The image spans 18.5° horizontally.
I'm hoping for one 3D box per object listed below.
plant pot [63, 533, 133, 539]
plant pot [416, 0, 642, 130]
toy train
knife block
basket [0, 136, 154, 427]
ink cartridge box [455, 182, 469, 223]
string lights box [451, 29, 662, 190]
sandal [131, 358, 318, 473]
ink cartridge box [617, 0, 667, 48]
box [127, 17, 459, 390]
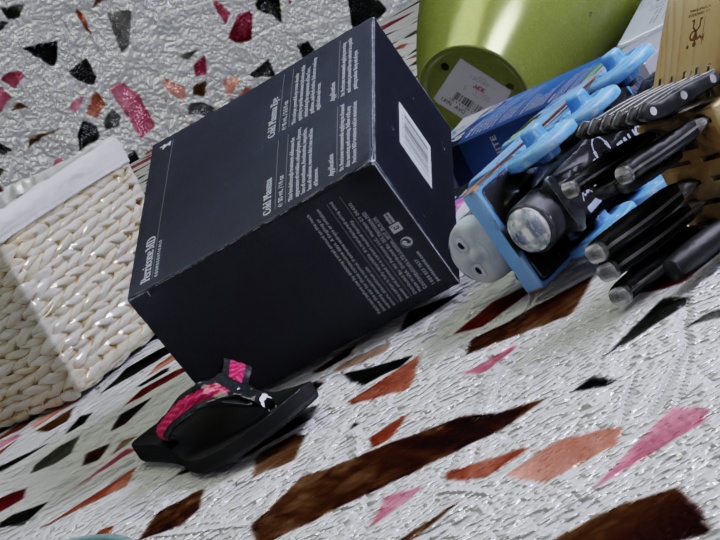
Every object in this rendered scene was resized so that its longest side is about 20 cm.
[{"bbox_3d":[-0.111,0.181,0.582,0.199,0.135,0.200,-29,10,6],"label":"plant pot"},{"bbox_3d":[0.121,-0.195,1.789,0.187,0.187,0.200,-22,27,36],"label":"plant pot"},{"bbox_3d":[0.124,-0.055,1.280,0.114,0.087,0.200,-33,7,43],"label":"toy train"},{"bbox_3d":[0.202,-0.053,1.139,0.199,0.177,0.064,17,-14,-29],"label":"knife block"},{"bbox_3d":[-0.276,0.019,1.801,0.198,0.161,0.200,-22,13,35],"label":"basket"},{"bbox_3d":[0.000,0.000,1.486,0.199,0.037,0.095,-27,11,26],"label":"ink cartridge box"},{"bbox_3d":[0.140,-0.098,1.501,0.199,0.059,0.103,-22,11,36],"label":"string lights box"},{"bbox_3d":[-0.091,0.081,1.291,0.075,0.045,0.200,-34,11,-26],"label":"sandal"},{"bbox_3d":[0.301,-0.217,1.697,0.199,0.043,0.196,-24,10,19],"label":"ink cartridge box"},{"bbox_3d":[-0.040,-0.039,1.413,0.182,0.104,0.200,-28,28,17],"label":"box"}]
